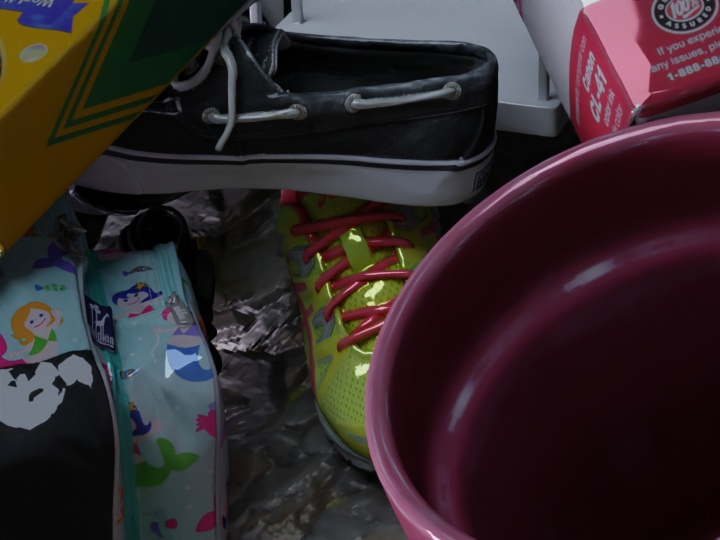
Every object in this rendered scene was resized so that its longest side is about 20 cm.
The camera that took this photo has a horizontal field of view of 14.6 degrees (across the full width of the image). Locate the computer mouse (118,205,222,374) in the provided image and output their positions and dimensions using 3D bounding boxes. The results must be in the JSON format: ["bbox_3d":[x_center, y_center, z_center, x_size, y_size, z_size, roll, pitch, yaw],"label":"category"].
[{"bbox_3d":[-0.158,0.034,1.221,0.200,0.044,0.110,-18,41,9],"label":"computer mouse"}]

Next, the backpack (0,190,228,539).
[{"bbox_3d":[-0.130,0.060,1.078,0.150,0.178,0.200,-9,32,-17],"label":"backpack"}]

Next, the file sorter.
[{"bbox_3d":[0.045,-0.159,1.194,0.139,0.125,0.200,8,29,19],"label":"file sorter"}]

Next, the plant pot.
[{"bbox_3d":[0.121,0.079,0.917,0.200,0.179,0.200,-15,40,13],"label":"plant pot"}]

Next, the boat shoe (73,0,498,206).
[{"bbox_3d":[-0.045,-0.070,1.093,0.199,0.068,0.074,7,36,4],"label":"boat shoe"}]

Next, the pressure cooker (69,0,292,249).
[{"bbox_3d":[-0.127,-0.114,1.238,0.179,0.176,0.200,-34,23,-30],"label":"pressure cooker"}]

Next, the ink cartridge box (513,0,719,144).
[{"bbox_3d":[0.121,-0.139,1.014,0.147,0.086,0.200,-21,66,-7],"label":"ink cartridge box"}]

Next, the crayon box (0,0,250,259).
[{"bbox_3d":[-0.141,-0.081,1.049,0.126,0.052,0.200,17,54,36],"label":"crayon box"}]

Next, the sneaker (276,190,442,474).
[{"bbox_3d":[0.000,0.000,1.138,0.078,0.090,0.200,-23,40,3],"label":"sneaker"}]
